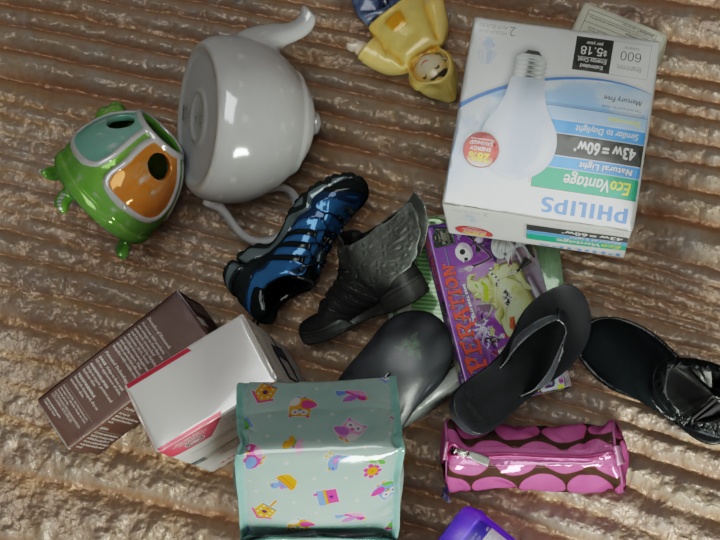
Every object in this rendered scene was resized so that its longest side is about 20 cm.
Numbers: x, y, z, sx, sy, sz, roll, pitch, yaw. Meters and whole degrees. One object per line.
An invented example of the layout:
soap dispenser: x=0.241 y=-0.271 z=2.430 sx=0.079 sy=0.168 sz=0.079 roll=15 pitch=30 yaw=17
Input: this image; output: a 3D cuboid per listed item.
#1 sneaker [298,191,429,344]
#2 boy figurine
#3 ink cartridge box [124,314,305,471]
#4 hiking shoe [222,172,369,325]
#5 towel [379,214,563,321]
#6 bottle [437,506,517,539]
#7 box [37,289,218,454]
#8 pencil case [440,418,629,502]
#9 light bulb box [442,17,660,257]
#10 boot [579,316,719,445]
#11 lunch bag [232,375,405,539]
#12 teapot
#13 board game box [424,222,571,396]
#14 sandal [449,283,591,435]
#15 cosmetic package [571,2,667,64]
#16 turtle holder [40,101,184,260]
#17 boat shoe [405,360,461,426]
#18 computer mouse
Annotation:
sneaker: x=-0.001 y=0.001 z=1.563 sx=0.199 sy=0.060 sz=0.105 roll=-23 pitch=100 yaw=28
boy figurine: x=0.045 y=-0.273 z=1.646 sx=0.124 sy=0.064 sz=0.201 roll=-28 pitch=73 yaw=0
ink cartridge box: x=-0.142 y=0.134 z=1.528 sx=0.144 sy=0.200 sz=0.085 roll=-31 pitch=73 yaw=2
hiking shoe: x=-0.058 y=-0.021 z=1.601 sx=0.200 sy=0.074 sz=0.087 roll=-43 pitch=54 yaw=9
towel: x=0.125 y=0.007 z=1.601 sx=0.198 sy=0.023 sz=0.154 roll=-6 pitch=79 yaw=7
bottle: x=0.166 y=0.336 z=1.507 sx=0.199 sy=0.065 sz=0.084 roll=37 pitch=87 yaw=14
box: x=-0.249 y=0.115 z=1.600 sx=0.199 sy=0.100 sz=0.075 roll=-36 pitch=76 yaw=1
pencil case: x=0.183 y=0.197 z=1.516 sx=0.198 sy=0.094 sz=0.092 roll=-3 pitch=67 yaw=7
light bulb box: x=0.195 y=-0.135 z=1.487 sx=0.196 sy=0.125 sz=0.202 roll=8 pitch=80 yaw=8
boot: x=0.309 y=0.105 z=1.476 sx=0.200 sy=0.168 sz=0.077 roll=37 pitch=87 yaw=14
lunch bag: x=-0.042 y=0.211 z=1.430 sx=0.169 sy=0.201 sz=0.122 roll=-1 pitch=41 yaw=-5
teapot: x=-0.115 y=-0.162 z=1.608 sx=0.145 sy=0.200 sz=0.199 roll=2 pitch=54 yaw=-24
board game box: x=0.146 y=0.040 z=1.547 sx=0.119 sy=0.032 sz=0.202 roll=-12 pitch=79 yaw=-12
sandal: x=0.177 y=0.095 z=1.503 sx=0.076 sy=0.043 sz=0.200 roll=43 pitch=70 yaw=-1
cosmetic package: x=0.252 y=-0.180 z=1.588 sx=0.103 sy=0.073 sz=0.201 roll=25 pitch=84 yaw=12
turtle holder: x=-0.266 y=-0.113 z=1.632 sx=0.141 sy=0.186 sz=0.132 roll=43 pitch=99 yaw=-10
boat shoe: x=0.029 y=0.142 z=1.565 sx=0.199 sy=0.071 sz=0.064 roll=-32 pitch=77 yaw=4
computer mouse: x=0.024 y=0.133 z=1.505 sx=0.138 sy=0.053 sz=0.201 roll=34 pitch=98 yaw=13
